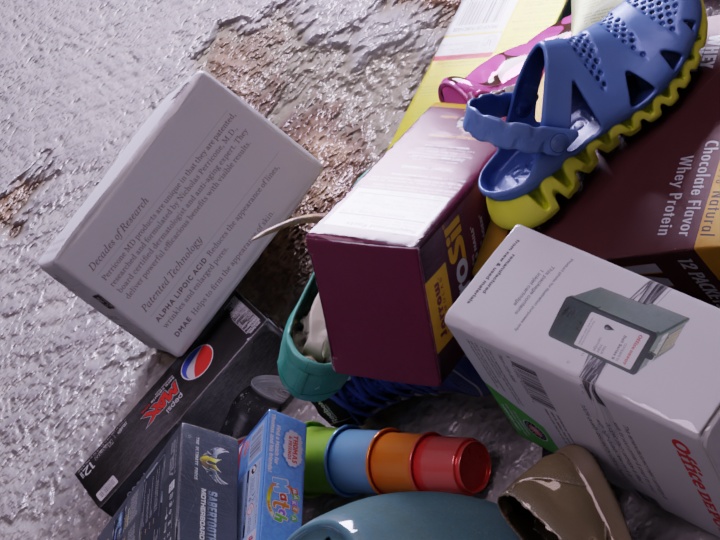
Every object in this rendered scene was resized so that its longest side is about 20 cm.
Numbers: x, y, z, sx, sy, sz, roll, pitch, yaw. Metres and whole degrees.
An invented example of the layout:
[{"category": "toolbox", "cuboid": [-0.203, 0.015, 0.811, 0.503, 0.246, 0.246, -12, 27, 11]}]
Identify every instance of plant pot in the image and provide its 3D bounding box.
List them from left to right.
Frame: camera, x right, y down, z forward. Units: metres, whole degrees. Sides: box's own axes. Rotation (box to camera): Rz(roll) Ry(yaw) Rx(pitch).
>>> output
[{"category": "plant pot", "cuboid": [0.014, 0.221, 1.244, 0.200, 0.135, 0.200, -30, 45, 36]}]

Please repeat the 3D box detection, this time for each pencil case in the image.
[{"category": "pencil case", "cuboid": [0.160, -0.158, 1.480, 0.200, 0.094, 0.091, -34, 72, -8]}]

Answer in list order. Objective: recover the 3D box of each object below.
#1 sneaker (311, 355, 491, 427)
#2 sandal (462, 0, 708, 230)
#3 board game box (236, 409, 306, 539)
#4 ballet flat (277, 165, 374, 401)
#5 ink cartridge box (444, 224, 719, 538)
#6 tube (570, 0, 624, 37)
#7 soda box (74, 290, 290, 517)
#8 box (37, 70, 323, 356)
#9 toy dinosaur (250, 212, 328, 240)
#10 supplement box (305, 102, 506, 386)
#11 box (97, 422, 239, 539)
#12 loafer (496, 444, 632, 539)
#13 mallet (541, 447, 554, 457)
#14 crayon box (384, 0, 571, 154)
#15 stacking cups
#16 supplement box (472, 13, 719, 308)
[{"category": "sneaker", "cuboid": [0.022, 0.074, 1.458, 0.115, 0.081, 0.199, -52, 28, -6]}, {"category": "sandal", "cuboid": [0.141, -0.120, 1.277, 0.200, 0.087, 0.079, -47, 33, -2]}, {"category": "board game box", "cuboid": [-0.101, 0.217, 1.420, 0.200, 0.037, 0.151, -50, 27, 40]}, {"category": "ballet flat", "cuboid": [0.000, 0.000, 1.416, 0.070, 0.067, 0.200, 110, -176, -68]}, {"category": "ink cartridge box", "cuboid": [0.170, 0.073, 1.206, 0.200, 0.146, 0.084, 25, 69, 39]}, {"category": "tube", "cuboid": [0.177, -0.208, 1.412, 0.058, 0.052, 0.200, -57, 16, 26]}, {"category": "soda box", "cuboid": [-0.131, 0.119, 1.577, 0.200, 0.071, 0.063, -48, 34, -1]}, {"category": "box", "cuboid": [-0.154, -0.045, 1.648, 0.200, 0.131, 0.199, -53, 10, -8]}, {"category": "toy dinosaur", "cuboid": [0.031, -0.031, 1.498, 0.200, 0.106, 0.060, 14, 99, 12]}, {"category": "supplement box", "cuboid": [0.052, -0.022, 1.358, 0.086, 0.110, 0.200, 7, 34, 28]}, {"category": "box", "cuboid": [-0.140, 0.231, 1.377, 0.158, 0.051, 0.200, -52, 27, 38]}, {"category": "loafer", "cuboid": [0.141, 0.197, 1.179, 0.067, 0.076, 0.200, -16, 50, -13]}, {"category": "mallet", "cuboid": [0.082, 0.166, 1.342, 0.200, 0.041, 0.066, -26, 42, 34]}, {"category": "crayon box", "cuboid": [0.102, -0.136, 1.593, 0.127, 0.051, 0.200, 3, 58, 47]}, {"category": "stacking cups", "cuboid": [0.005, 0.143, 1.430, 0.200, 0.061, 0.061, 1, 57, 43]}, {"category": "supplement box", "cuboid": [0.215, -0.050, 1.321, 0.200, 0.133, 0.197, -7, 51, 43]}]
